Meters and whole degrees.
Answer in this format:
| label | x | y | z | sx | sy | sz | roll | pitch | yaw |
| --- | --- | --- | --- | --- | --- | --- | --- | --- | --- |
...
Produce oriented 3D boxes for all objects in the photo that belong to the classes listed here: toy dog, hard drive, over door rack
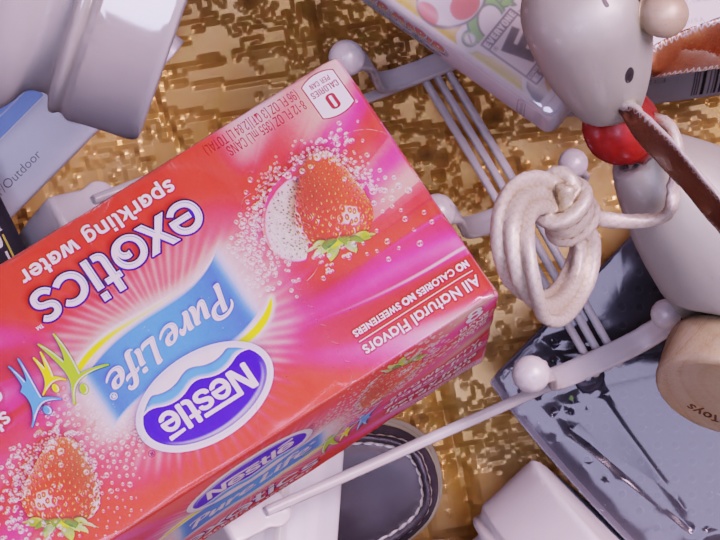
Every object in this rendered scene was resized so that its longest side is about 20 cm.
| label | x | y | z | sx | sy | sz | roll | pitch | yaw |
| --- | --- | --- | --- | --- | --- | --- | --- | --- | --- |
| toy dog | 0.132 | -0.026 | 1.013 | 0.096 | 0.200 | 0.132 | -5 | 69 | 30 |
| hard drive | 0.161 | 0.066 | 1.142 | 0.200 | 0.042 | 0.135 | 44 | 93 | -5 |
| over door rack | 0.000 | 0.000 | 1.071 | 0.200 | 0.067 | 0.148 | -25 | 75 | -17 |

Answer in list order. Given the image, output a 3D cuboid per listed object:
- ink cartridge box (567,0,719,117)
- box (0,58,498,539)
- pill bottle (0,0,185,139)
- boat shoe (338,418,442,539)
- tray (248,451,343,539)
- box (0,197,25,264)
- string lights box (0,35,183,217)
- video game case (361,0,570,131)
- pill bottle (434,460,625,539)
| label | x | y | z | sx | sy | sz | roll | pitch | yaw |
| --- | --- | --- | --- | --- | --- | --- | --- | --- | --- |
| ink cartridge box | 0.105 | -0.162 | 1.097 | 0.109 | 0.050 | 0.200 | -8 | 73 | -1 |
| box | -0.063 | 0.032 | 0.983 | 0.200 | 0.095 | 0.100 | -32 | 78 | -10 |
| pill bottle | -0.154 | -0.121 | 1.010 | 0.200 | 0.114 | 0.114 | 19 | 96 | -4 |
| boat shoe | -0.065 | 0.102 | 1.127 | 0.200 | 0.065 | 0.072 | -10 | 97 | -1 |
| tray | -0.061 | 0.088 | 1.084 | 0.107 | 0.022 | 0.200 | 2 | 69 | 5 |
| box | -0.207 | 0.040 | 1.086 | 0.200 | 0.049 | 0.161 | -24 | 97 | 23 |
| string lights box | -0.172 | -0.118 | 1.097 | 0.200 | 0.059 | 0.103 | 44 | 95 | -7 |
| video game case | 0.055 | -0.177 | 1.064 | 0.182 | 0.023 | 0.200 | 36 | 78 | 11 |
| pill bottle | 0.029 | 0.175 | 1.116 | 0.114 | 0.114 | 0.200 | 44 | 94 | -7 |
